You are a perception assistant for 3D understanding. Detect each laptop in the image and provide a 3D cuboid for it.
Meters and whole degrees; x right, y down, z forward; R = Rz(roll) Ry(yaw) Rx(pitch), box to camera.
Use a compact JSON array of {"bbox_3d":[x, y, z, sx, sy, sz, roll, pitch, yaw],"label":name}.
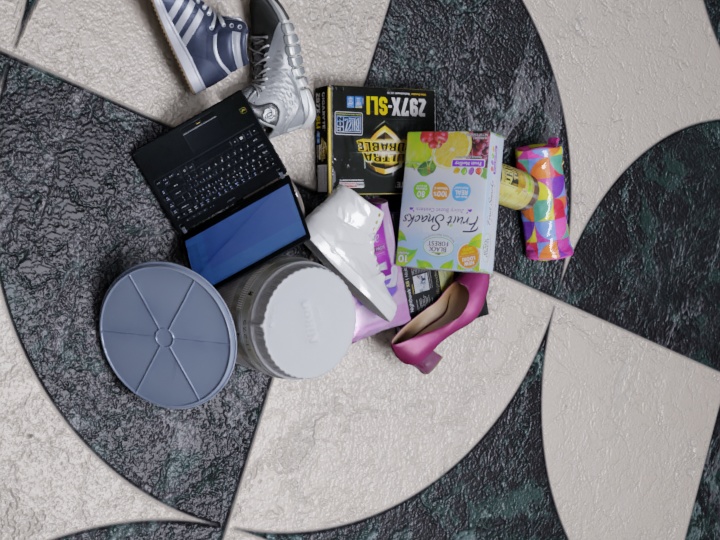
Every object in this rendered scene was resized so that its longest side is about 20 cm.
[{"bbox_3d":[-0.185,-0.100,1.373,0.176,0.103,0.202,-27,106,7],"label":"laptop"}]

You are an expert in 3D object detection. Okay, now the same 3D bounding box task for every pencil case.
[{"bbox_3d":[0.310,-0.118,1.750,0.087,0.088,0.203,-10,100,-31],"label":"pencil case"}]

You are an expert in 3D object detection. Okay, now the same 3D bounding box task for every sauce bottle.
[{"bbox_3d":[0.202,-0.143,1.646,0.198,0.064,0.066,12,87,-43],"label":"sauce bottle"}]

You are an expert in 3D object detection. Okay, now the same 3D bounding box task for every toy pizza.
[{"bbox_3d":[-0.251,0.084,1.373,0.032,0.197,0.203,-44,123,-68],"label":"toy pizza"}]

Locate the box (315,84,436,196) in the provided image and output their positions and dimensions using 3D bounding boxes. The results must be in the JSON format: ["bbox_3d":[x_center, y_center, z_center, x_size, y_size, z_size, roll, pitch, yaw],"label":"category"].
[{"bbox_3d":[0.025,-0.195,1.584,0.198,0.049,0.162,-3,93,-32],"label":"box"}]

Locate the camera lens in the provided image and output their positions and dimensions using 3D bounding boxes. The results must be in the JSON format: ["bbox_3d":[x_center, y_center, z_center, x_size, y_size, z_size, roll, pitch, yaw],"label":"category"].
[{"bbox_3d":[-0.118,0.058,1.418,0.158,0.199,0.163,-4,98,-34],"label":"camera lens"}]

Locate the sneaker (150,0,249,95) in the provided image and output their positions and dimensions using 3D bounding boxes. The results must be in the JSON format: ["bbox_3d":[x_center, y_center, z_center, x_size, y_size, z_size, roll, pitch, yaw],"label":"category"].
[{"bbox_3d":[-0.216,-0.347,1.387,0.107,0.070,0.202,-23,114,-2],"label":"sneaker"}]

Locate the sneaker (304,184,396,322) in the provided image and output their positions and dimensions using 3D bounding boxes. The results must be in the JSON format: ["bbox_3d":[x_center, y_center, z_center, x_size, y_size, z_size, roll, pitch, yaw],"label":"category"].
[{"bbox_3d":[0.010,-0.029,1.482,0.116,0.073,0.200,-48,115,-14],"label":"sneaker"}]

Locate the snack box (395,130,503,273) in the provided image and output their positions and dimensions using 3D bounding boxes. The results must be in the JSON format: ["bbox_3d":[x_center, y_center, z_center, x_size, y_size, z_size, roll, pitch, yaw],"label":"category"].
[{"bbox_3d":[0.131,-0.101,1.538,0.053,0.141,0.203,9,86,-58],"label":"snack box"}]

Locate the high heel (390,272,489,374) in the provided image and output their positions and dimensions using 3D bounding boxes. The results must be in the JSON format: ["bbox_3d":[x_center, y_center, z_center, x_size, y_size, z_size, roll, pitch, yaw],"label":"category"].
[{"bbox_3d":[0.124,0.058,1.583,0.096,0.067,0.202,40,77,-45],"label":"high heel"}]

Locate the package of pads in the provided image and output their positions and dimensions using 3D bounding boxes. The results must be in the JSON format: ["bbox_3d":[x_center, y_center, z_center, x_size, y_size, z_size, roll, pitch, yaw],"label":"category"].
[{"bbox_3d":[0.000,0.000,1.566,0.119,0.075,0.203,-18,103,-33],"label":"package of pads"}]

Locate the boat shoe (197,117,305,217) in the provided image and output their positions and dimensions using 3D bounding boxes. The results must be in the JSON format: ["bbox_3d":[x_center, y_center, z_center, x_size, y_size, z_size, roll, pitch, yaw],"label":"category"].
[{"bbox_3d":[-0.145,-0.140,1.456,0.074,0.073,0.201,-34,107,11],"label":"boat shoe"}]

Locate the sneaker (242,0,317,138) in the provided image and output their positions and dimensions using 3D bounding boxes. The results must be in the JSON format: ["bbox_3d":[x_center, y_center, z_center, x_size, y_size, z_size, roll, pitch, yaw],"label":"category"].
[{"bbox_3d":[-0.140,-0.279,1.459,0.115,0.075,0.202,-28,109,-25],"label":"sneaker"}]

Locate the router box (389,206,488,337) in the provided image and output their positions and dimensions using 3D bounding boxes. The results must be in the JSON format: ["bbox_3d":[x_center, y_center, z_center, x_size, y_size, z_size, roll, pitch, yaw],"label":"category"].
[{"bbox_3d":[0.116,-0.009,1.651,0.156,0.052,0.203,-15,101,-30],"label":"router box"}]
